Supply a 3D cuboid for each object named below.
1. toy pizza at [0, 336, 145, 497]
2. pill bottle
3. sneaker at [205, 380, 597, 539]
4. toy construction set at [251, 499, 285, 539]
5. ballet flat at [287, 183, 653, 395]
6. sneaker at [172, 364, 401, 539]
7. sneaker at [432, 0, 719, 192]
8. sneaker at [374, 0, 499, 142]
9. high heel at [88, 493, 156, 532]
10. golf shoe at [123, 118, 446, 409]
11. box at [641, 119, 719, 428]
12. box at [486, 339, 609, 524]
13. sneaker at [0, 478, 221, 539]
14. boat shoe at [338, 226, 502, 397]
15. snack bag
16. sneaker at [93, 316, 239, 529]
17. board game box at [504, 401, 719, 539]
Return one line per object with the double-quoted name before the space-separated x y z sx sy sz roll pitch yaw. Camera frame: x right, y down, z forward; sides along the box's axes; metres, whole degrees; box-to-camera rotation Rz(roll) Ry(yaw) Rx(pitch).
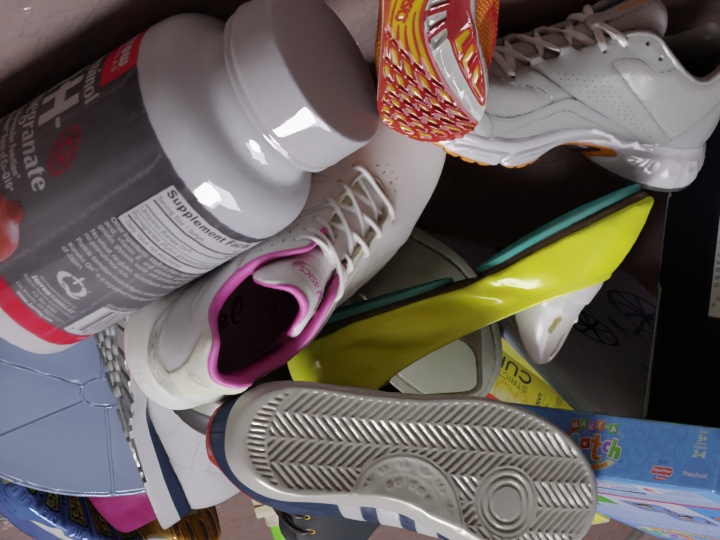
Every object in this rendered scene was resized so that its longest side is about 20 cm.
"toy pizza" -0.140 0.055 1.621 0.199 0.032 0.201 -3 140 -3
"pill bottle" -0.093 -0.050 1.367 0.199 0.111 0.111 -28 153 25
"sneaker" 0.017 0.092 1.434 0.199 0.075 0.084 17 170 -23
"toy construction set" 0.010 0.099 1.750 0.200 0.092 0.131 -31 180 27
"ballet flat" 0.061 0.023 1.469 0.199 0.067 0.067 -23 180 4
"sneaker" -0.037 0.100 1.540 0.199 0.075 0.106 12 121 -42
"sneaker" 0.101 -0.102 1.447 0.199 0.076 0.092 5 128 -35
"sneaker" 0.037 -0.148 1.307 0.073 0.077 0.201 9 136 -6
"high heel" -0.068 0.095 1.715 0.199 0.068 0.096 -9 126 14
"golf shoe" -0.021 -0.006 1.412 0.200 0.075 0.091 -46 -161 -16
"box" 0.263 0.000 1.554 0.124 0.201 0.196 3 175 43
"box" 0.066 0.069 1.664 0.200 0.076 0.050 35 152 -29
"sneaker" -0.171 0.157 1.804 0.088 0.076 0.200 -27 153 25
"boat shoe" -0.002 0.002 1.531 0.199 0.066 0.075 38 84 -38
"snack bag" 0.137 0.045 1.635 0.199 0.189 0.021 11 117 -45
"sneaker" -0.093 0.053 1.555 0.080 0.077 0.200 -19 144 -6
"board game box" 0.170 0.113 1.537 0.151 0.037 0.200 5 166 37
